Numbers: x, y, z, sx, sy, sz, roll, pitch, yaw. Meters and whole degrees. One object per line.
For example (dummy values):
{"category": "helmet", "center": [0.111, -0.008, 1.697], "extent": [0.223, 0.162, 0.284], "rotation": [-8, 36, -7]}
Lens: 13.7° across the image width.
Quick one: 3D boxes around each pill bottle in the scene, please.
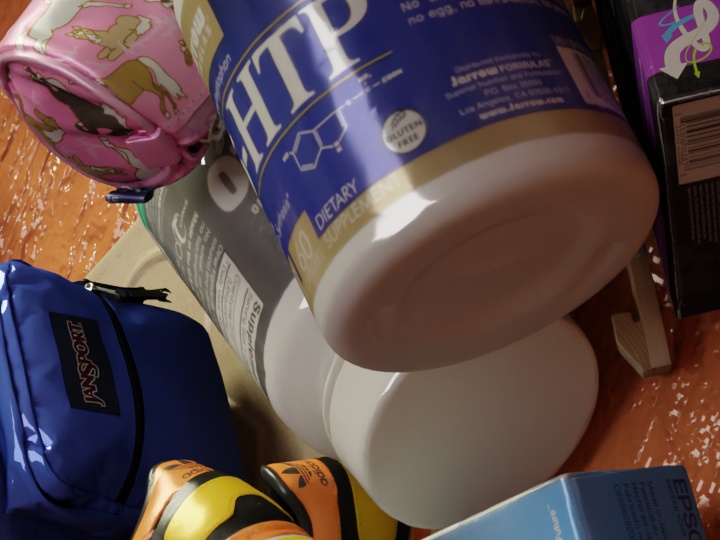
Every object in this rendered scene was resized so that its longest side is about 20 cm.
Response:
{"category": "pill bottle", "center": [0.006, -0.079, 0.990], "extent": [0.120, 0.120, 0.200], "rotation": [-44, 59, 33]}
{"category": "pill bottle", "center": [0.000, 0.000, 1.110], "extent": [0.113, 0.113, 0.200], "rotation": [-60, 41, 18]}

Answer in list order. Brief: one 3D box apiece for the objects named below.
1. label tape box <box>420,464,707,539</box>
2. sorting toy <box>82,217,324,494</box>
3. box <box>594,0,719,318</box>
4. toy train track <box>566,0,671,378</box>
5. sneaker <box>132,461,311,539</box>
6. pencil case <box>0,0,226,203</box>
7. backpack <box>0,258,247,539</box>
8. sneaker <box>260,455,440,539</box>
{"category": "label tape box", "center": [0.043, 0.165, 1.018], "extent": [0.200, 0.066, 0.143], "rotation": [-31, 70, 44]}
{"category": "sorting toy", "center": [-0.085, 0.077, 1.252], "extent": [0.200, 0.036, 0.185], "rotation": [-42, 52, 29]}
{"category": "box", "center": [0.097, -0.104, 1.015], "extent": [0.036, 0.143, 0.200], "rotation": [-14, 60, 2]}
{"category": "toy train track", "center": [0.074, -0.059, 1.059], "extent": [0.032, 0.115, 0.200], "rotation": [-13, 80, 3]}
{"category": "sneaker", "center": [-0.071, 0.161, 1.036], "extent": [0.090, 0.070, 0.200], "rotation": [41, 116, 42]}
{"category": "pencil case", "center": [-0.049, -0.120, 1.105], "extent": [0.200, 0.087, 0.083], "rotation": [-55, 18, -25]}
{"category": "backpack", "center": [-0.155, 0.074, 1.153], "extent": [0.168, 0.200, 0.163], "rotation": [-43, 51, 29]}
{"category": "sneaker", "center": [-0.043, 0.156, 1.129], "extent": [0.070, 0.090, 0.200], "rotation": [41, 110, 49]}
